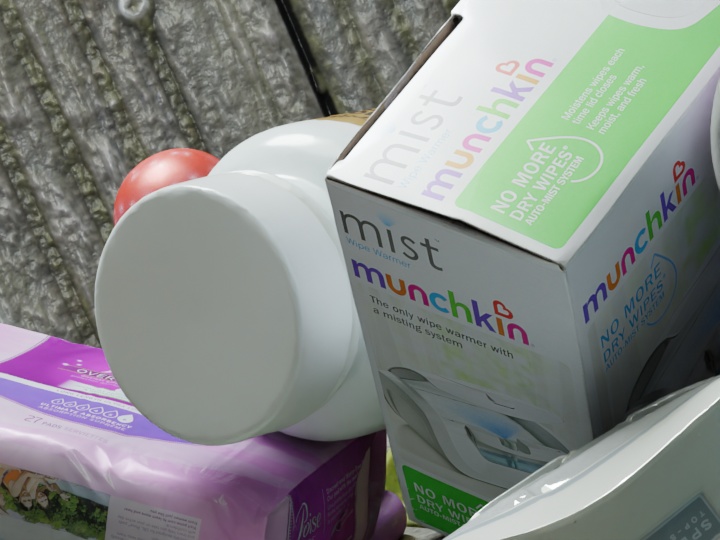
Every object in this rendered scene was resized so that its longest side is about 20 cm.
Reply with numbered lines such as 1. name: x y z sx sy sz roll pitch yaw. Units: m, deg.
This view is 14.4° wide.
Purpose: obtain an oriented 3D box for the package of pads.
1. package of pads: -0.100 0.078 1.060 0.199 0.076 0.120 13 19 19

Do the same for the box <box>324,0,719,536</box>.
1. box: 0.090 -0.024 0.957 0.096 0.177 0.200 22 55 29

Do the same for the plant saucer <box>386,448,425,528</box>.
1. plant saucer: 0.092 0.030 1.170 0.201 0.048 0.200 -60 14 -12

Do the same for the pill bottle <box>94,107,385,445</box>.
1. pill bottle: 0.000 0.000 1.030 0.114 0.115 0.200 -20 -3 35

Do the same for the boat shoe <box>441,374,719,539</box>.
1. boat shoe: 0.061 0.087 0.834 0.200 0.072 0.069 -39 2 -7

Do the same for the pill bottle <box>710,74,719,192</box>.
1. pill bottle: 0.197 -0.062 0.897 0.112 0.113 0.200 -20 5 35

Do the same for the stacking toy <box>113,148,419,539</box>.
1. stacking toy: -0.046 0.048 1.138 0.085 0.201 0.085 -23 4 2
